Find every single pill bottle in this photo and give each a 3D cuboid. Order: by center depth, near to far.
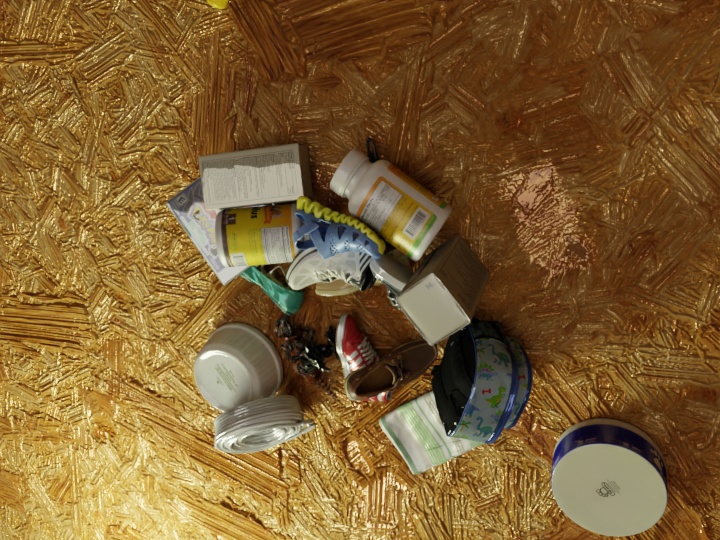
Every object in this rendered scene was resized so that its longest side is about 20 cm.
[{"bbox_3d":[0.049,-0.117,1.043,0.199,0.111,0.112,36,120,4],"label":"pill bottle"},{"bbox_3d":[-0.169,-0.068,1.156,0.196,0.110,0.111,-5,110,-2],"label":"pill bottle"}]

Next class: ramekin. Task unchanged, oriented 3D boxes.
[{"bbox_3d":[-0.281,0.227,1.360,0.199,0.094,0.206,9,113,20],"label":"ramekin"}]

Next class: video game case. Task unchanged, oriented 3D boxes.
[{"bbox_3d":[-0.259,-0.105,1.216,0.181,0.023,0.201,-35,94,1],"label":"video game case"}]

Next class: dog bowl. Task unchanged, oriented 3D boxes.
[{"bbox_3d":[0.452,0.379,1.114,0.197,0.079,0.204,8,113,20],"label":"dog bowl"}]

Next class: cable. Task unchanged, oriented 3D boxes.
[{"bbox_3d":[-0.220,0.335,1.324,0.199,0.199,0.070,-33,58,27],"label":"cable"}]

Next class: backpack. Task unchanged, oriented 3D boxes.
[{"bbox_3d":[0.217,0.198,1.075,0.144,0.201,0.186,14,115,-5],"label":"backpack"}]

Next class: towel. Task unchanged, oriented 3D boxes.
[{"bbox_3d":[0.149,0.330,1.253,0.199,0.031,0.150,-34,95,30],"label":"towel"}]

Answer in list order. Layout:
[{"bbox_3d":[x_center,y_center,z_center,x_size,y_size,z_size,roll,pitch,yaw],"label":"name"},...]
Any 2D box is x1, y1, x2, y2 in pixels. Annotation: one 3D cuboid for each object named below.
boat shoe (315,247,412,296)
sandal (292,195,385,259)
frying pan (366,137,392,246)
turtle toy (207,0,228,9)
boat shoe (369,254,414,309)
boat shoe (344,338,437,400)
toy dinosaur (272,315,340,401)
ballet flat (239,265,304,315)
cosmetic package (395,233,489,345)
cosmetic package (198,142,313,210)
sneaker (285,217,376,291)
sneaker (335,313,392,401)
[{"bbox_3d":[0.000,0.000,1.170,0.197,0.071,0.066,-15,100,17],"label":"boat shoe"},{"bbox_3d":[-0.044,-0.056,1.055,0.198,0.079,0.088,24,83,33],"label":"sandal"},{"bbox_3d":[0.030,-0.134,1.121,0.114,0.031,0.192,-31,92,29],"label":"frying pan"},{"bbox_3d":[-0.251,-0.554,1.038,0.199,0.101,0.147,38,120,6],"label":"turtle toy"},{"bbox_3d":[0.080,0.039,1.100,0.199,0.072,0.068,28,117,-38],"label":"boat shoe"},{"bbox_3d":[0.065,0.194,1.163,0.198,0.068,0.073,-25,91,-10],"label":"boat shoe"},{"bbox_3d":[-0.105,0.179,1.285,0.200,0.103,0.135,42,137,-18],"label":"toy dinosaur"},{"bbox_3d":[-0.196,0.008,1.264,0.199,0.067,0.071,38,96,5],"label":"ballet flat"},{"bbox_3d":[0.145,0.027,1.038,0.087,0.200,0.104,-36,94,29],"label":"cosmetic package"},{"bbox_3d":[-0.196,-0.175,1.146,0.196,0.073,0.106,-4,97,10],"label":"cosmetic package"},{"bbox_3d":[-0.045,0.000,1.107,0.199,0.075,0.116,-35,59,16],"label":"sneaker"},{"bbox_3d":[0.017,0.179,1.227,0.111,0.071,0.203,3,119,26],"label":"sneaker"}]
